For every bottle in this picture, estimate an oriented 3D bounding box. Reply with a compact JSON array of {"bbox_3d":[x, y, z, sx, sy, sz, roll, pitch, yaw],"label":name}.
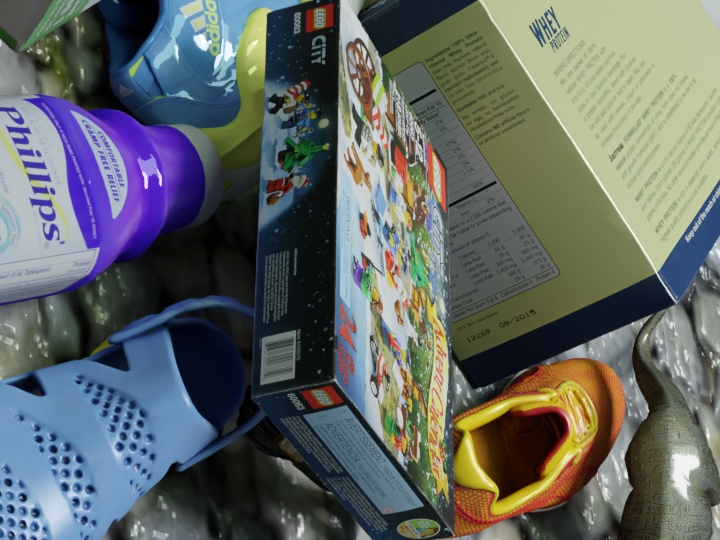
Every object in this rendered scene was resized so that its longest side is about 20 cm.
[{"bbox_3d":[-0.137,-0.030,0.857,0.200,0.065,0.084,-11,76,-52],"label":"bottle"}]

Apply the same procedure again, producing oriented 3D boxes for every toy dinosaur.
[{"bbox_3d":[0.157,0.117,1.068,0.102,0.077,0.201,48,58,-80],"label":"toy dinosaur"}]

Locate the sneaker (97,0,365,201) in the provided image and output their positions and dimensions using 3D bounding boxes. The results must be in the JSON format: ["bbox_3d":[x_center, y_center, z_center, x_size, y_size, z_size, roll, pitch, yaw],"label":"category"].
[{"bbox_3d":[-0.061,-0.131,1.001,0.105,0.076,0.200,42,43,-25],"label":"sneaker"}]

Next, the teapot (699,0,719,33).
[{"bbox_3d":[0.187,-0.169,1.273,0.197,0.146,0.200,30,60,3],"label":"teapot"}]

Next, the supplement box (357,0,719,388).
[{"bbox_3d":[0.093,-0.087,1.108,0.200,0.134,0.200,55,38,-11],"label":"supplement box"}]

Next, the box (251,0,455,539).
[{"bbox_3d":[0.000,0.000,0.910,0.137,0.038,0.201,54,29,-50],"label":"box"}]

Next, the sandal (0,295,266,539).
[{"bbox_3d":[-0.097,0.060,0.836,0.080,0.087,0.200,60,39,-8],"label":"sandal"}]

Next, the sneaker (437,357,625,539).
[{"bbox_3d":[0.091,0.088,1.052,0.200,0.077,0.073,-26,88,-55],"label":"sneaker"}]

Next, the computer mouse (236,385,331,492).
[{"bbox_3d":[-0.015,0.022,0.989,0.110,0.044,0.201,34,44,-38],"label":"computer mouse"}]

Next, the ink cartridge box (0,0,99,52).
[{"bbox_3d":[-0.131,-0.203,0.923,0.145,0.084,0.200,42,39,3],"label":"ink cartridge box"}]
